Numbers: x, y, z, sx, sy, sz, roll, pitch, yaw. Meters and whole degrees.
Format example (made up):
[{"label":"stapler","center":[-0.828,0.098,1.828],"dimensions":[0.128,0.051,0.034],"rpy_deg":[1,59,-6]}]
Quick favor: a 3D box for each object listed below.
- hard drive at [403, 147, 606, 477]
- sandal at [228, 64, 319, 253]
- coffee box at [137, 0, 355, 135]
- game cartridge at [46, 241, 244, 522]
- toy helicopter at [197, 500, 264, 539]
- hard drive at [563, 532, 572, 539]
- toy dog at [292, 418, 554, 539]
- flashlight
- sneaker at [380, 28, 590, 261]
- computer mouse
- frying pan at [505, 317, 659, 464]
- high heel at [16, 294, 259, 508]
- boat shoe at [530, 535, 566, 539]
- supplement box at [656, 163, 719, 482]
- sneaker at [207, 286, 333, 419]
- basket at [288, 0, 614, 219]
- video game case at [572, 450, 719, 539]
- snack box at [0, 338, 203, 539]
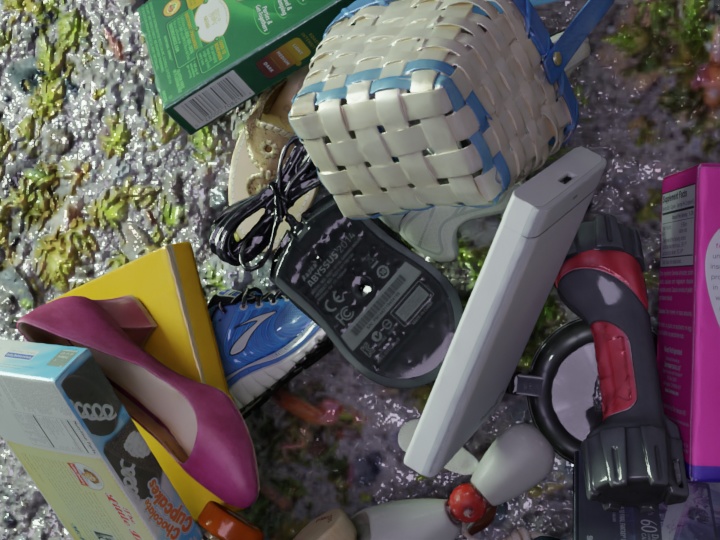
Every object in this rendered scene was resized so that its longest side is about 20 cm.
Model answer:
[{"label":"hard drive","center":[0.095,0.026,0.781],"dimensions":[0.027,0.132,0.201],"rpy_deg":[29,119,17]},{"label":"sandal","center":[-0.058,-0.118,0.911],"dimensions":[0.077,0.070,0.213],"rpy_deg":[25,95,14]},{"label":"coffee box","center":[-0.070,-0.200,0.906],"dimensions":[0.199,0.044,0.123],"rpy_deg":[-30,52,12]},{"label":"game cartridge","center":[-0.163,0.097,0.920],"dimensions":[0.176,0.032,0.201],"rpy_deg":[-20,85,43]},{"label":"toy helicopter","center":[-0.042,0.247,0.841],"dimensions":[0.132,0.200,0.079],"rpy_deg":[22,76,44]},{"label":"hard drive","center":[0.152,0.276,0.869],"dimensions":[0.200,0.026,0.132],"rpy_deg":[-39,80,11]},{"label":"toy dog","center":[0.048,0.178,0.872],"dimensions":[0.199,0.096,0.133],"rpy_deg":[-16,103,2]},{"label":"flashlight","center":[0.166,0.060,0.801],"dimensions":[0.068,0.068,0.201],"rpy_deg":[-32,42,40]},{"label":"sneaker","center":[0.099,-0.091,0.874],"dimensions":[0.081,0.075,0.200],"rpy_deg":[44,104,-1]},{"label":"computer mouse","center":[0.000,0.000,0.839],"dimensions":[0.138,0.053,0.200],"rpy_deg":[-44,70,4]},{"label":"frying pan","center":[0.145,0.072,0.876],"dimensions":[0.189,0.031,0.116],"rpy_deg":[28,96,11]},{"label":"high heel","center":[-0.152,0.091,0.822],"dimensions":[0.200,0.096,0.067],"rpy_deg":[53,127,23]},{"label":"boat shoe","center":[0.095,0.270,0.807],"dimensions":[0.068,0.084,0.201],"rpy_deg":[12,106,3]},{"label":"supplement box","center":[0.258,0.033,0.796],"dimensions":[0.100,0.103,0.202],"rpy_deg":[2,91,1]},{"label":"sneaker","center":[-0.072,0.041,0.909],"dimensions":[0.200,0.079,0.089],"rpy_deg":[-38,82,12]},{"label":"basket","center":[0.056,-0.126,0.778],"dimensions":[0.175,0.201,0.139],"rpy_deg":[-3,132,40]},{"label":"video game case","center":[0.239,0.172,0.781],"dimensions":[0.198,0.143,0.019],"rpy_deg":[3,116,9]},{"label":"snack box","center":[-0.193,0.138,0.850],"dimensions":[0.116,0.037,0.201],"rpy_deg":[2,129,39]}]
